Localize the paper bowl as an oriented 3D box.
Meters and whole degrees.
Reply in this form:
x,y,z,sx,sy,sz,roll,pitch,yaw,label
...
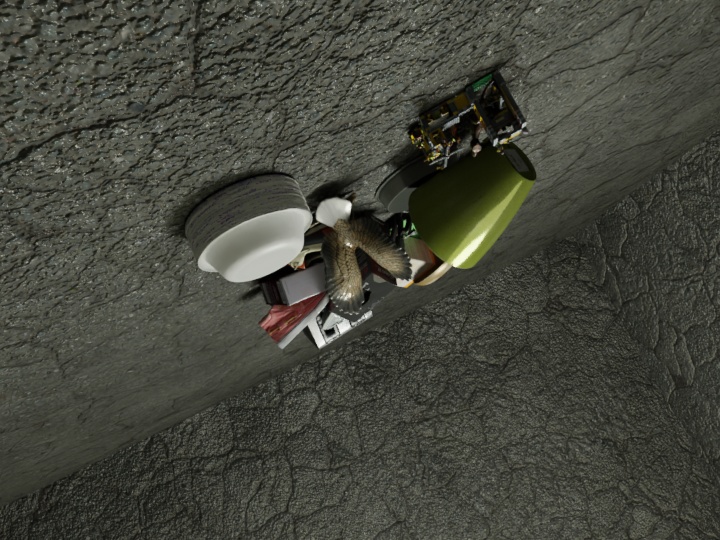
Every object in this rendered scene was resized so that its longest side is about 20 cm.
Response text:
x,y,z,sx,sy,sz,roll,pitch,yaw,label
-0.170,-0.055,0.910,0.198,0.106,0.201,-26,169,-5,paper bowl

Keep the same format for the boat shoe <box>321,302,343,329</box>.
x,y,z,sx,sy,sz,roll,pitch,yaw,label
-0.033,0.074,1.373,0.203,0.064,0.075,-55,-160,26,boat shoe

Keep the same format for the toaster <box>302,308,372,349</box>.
x,y,z,sx,sy,sz,roll,pitch,yaw,label
-0.088,0.102,1.539,0.179,0.121,0.199,-29,-157,-16,toaster

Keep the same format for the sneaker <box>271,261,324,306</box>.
x,y,z,sx,sy,sz,roll,pitch,yaw,label
-0.152,0.059,1.441,0.198,0.091,0.070,-32,166,22,sneaker

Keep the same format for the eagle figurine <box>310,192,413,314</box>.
x,y,z,sx,sy,sz,roll,pitch,yaw,label
-0.007,-0.042,1.062,0.149,0.203,0.152,-15,161,-33,eagle figurine

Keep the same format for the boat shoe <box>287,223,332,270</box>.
x,y,z,sx,sy,sz,roll,pitch,yaw,label
-0.122,-0.036,1.186,0.197,0.064,0.071,-25,170,-1,boat shoe

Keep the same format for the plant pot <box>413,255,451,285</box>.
x,y,z,sx,sy,sz,roll,pitch,yaw,label
0.215,-0.031,1.467,0.200,0.027,0.200,-46,-174,6,plant pot

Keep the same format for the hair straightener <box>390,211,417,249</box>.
x,y,z,sx,sy,sz,roll,pitch,yaw,label
0.102,-0.079,1.283,0.076,0.041,0.202,-14,-140,31,hair straightener

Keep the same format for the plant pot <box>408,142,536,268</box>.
x,y,z,sx,sy,sz,roll,pitch,yaw,label
0.220,-0.137,1.051,0.185,0.189,0.200,-13,157,-47,plant pot

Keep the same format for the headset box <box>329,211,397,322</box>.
x,y,z,sx,sy,sz,roll,pitch,yaw,label
0.000,0.000,1.220,0.074,0.203,0.148,25,131,-30,headset box

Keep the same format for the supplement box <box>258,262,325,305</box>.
x,y,z,sx,sy,sz,roll,pitch,yaw,label
-0.150,0.033,1.275,0.107,0.062,0.199,-21,-174,-22,supplement box

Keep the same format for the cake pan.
x,y,z,sx,sy,sz,roll,pitch,yaw,label
0.125,-0.180,1.176,0.197,0.037,0.201,-26,168,-6,cake pan

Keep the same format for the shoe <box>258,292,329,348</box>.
x,y,z,sx,sy,sz,roll,pitch,yaw,label
-0.157,0.091,1.380,0.200,0.091,0.072,-45,-173,11,shoe

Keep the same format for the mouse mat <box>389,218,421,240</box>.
x,y,z,sx,sy,sz,roll,pitch,yaw,label
0.122,-0.067,1.453,0.198,0.008,0.160,18,141,-40,mouse mat

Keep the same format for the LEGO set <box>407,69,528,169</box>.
x,y,z,sx,sy,sz,roll,pitch,yaw,label
0.189,-0.222,0.947,0.197,0.118,0.154,-26,168,-2,LEGO set

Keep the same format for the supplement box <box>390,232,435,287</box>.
x,y,z,sx,sy,sz,roll,pitch,yaw,label
0.072,-0.029,1.417,0.197,0.075,0.126,10,145,-37,supplement box
